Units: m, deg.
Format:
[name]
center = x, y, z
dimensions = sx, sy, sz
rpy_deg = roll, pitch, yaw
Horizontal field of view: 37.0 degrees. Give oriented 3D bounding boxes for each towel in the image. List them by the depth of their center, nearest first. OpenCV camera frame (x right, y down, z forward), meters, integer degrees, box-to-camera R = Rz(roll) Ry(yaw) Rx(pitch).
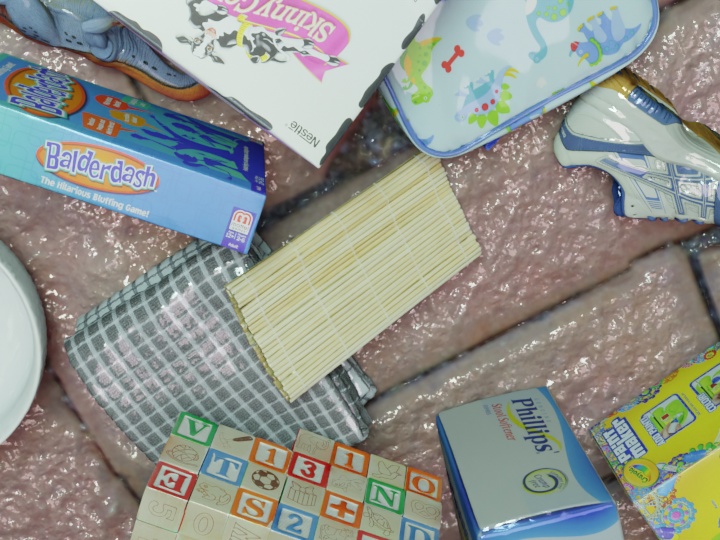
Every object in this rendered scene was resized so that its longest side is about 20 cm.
[towel]
center = -0.101, 0.083, 0.817
dimensions = 0.165, 0.086, 0.201
rpy_deg = -33, 109, 7

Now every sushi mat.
[sushi mat]
center = 0.000, 0.000, 0.784
dimensions = 0.199, 0.012, 0.096
rpy_deg = -36, 108, -24

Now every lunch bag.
[lunch bag]
center = 0.094, -0.180, 0.746
dimensions = 0.199, 0.083, 0.162
rpy_deg = -29, 109, 5

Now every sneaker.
[sneaker]
center = 0.235, -0.069, 0.814
dimensions = 0.199, 0.075, 0.088
rpy_deg = 34, 115, -9

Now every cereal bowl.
[cereal bowl]
center = -0.323, 0.040, 0.781
dimensions = 0.198, 0.083, 0.202
rpy_deg = -2, 110, -5

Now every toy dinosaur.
[toy dinosaur]
center = -0.186, -0.177, 0.743
dimensions = 0.199, 0.105, 0.182
rpy_deg = -19, 125, 37

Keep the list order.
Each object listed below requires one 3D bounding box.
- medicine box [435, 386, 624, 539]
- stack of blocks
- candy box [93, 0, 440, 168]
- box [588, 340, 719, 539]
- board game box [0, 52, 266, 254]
[medicine box]
center = 0.137, 0.224, 0.839
dimensions = 0.102, 0.182, 0.202
rpy_deg = -14, 110, -1
[stack of blocks]
center = -0.047, 0.169, 0.751
dimensions = 0.198, 0.115, 0.059
rpy_deg = 19, 117, -3
[candy box]
center = -0.036, -0.192, 0.630
dimensions = 0.167, 0.072, 0.201
rpy_deg = 34, 96, -23
[box]
center = 0.328, 0.174, 0.873
dimensions = 0.192, 0.122, 0.201
rpy_deg = -35, 110, 7
[board game box]
center = -0.163, -0.082, 0.718
dimensions = 0.198, 0.152, 0.045
rpy_deg = 17, 107, -12
